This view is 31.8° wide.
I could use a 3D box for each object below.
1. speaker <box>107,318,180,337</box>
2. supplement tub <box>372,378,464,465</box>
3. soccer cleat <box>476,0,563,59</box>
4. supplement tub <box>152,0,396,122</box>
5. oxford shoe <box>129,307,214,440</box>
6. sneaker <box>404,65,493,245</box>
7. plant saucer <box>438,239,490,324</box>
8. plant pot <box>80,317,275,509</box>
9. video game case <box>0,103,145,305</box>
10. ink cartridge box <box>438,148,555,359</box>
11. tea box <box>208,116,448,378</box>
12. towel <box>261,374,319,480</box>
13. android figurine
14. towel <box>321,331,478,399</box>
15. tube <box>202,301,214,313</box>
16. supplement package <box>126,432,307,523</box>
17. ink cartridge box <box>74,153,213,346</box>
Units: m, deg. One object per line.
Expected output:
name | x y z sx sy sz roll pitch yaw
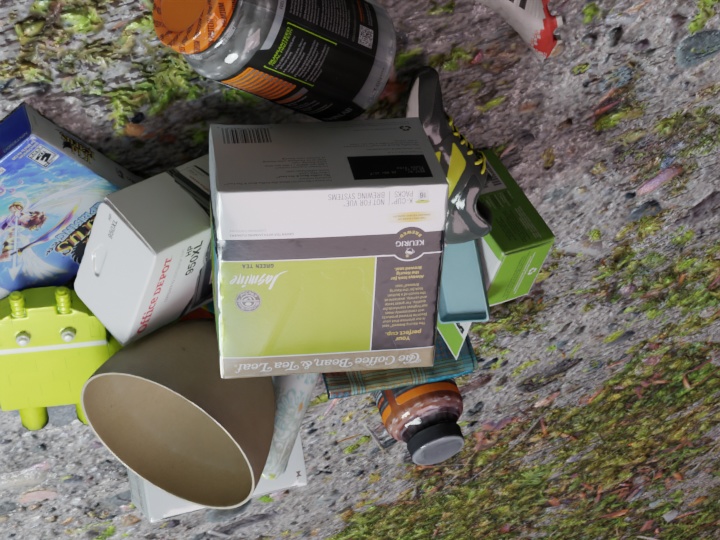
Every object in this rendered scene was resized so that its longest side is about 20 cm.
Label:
speaker | -0.264 0.061 1.394 0.200 0.089 0.088 -42 143 24
supplement tub | 0.065 0.143 1.604 0.106 0.201 0.107 -15 149 -9
soccer cleat | 0.139 -0.274 1.215 0.085 0.069 0.200 -19 144 8
supplement tub | -0.075 -0.212 1.108 0.199 0.123 0.123 16 130 -44
oxford shoe | -0.229 0.109 1.435 0.072 0.200 0.071 -9 128 38
sneaker | 0.094 -0.120 1.324 0.084 0.075 0.201 -6 116 9
plant saucer | 0.100 -0.042 1.397 0.070 0.201 0.019 -5 -170 41
plant pot | -0.166 0.127 1.296 0.199 0.135 0.201 19 140 16
video game case | -0.331 -0.051 1.236 0.200 0.046 0.181 -36 146 15
ink cartridge box | 0.131 -0.018 1.476 0.075 0.148 0.201 -16 147 -25
tea box | -0.034 -0.021 1.142 0.198 0.134 0.198 -2 122 -9
towel | -0.081 0.141 1.419 0.048 0.172 0.200 17 176 -5
android figurine | -0.323 0.091 1.324 0.181 0.041 0.201 -4 134 -10
towel | 0.038 0.072 1.548 0.199 0.148 0.022 -8 161 -21
tube | -0.126 0.038 1.392 0.077 0.200 0.051 5 95 -31
supplement package | -0.183 0.199 1.543 0.199 0.157 0.111 -10 -174 -21
ink cartridge box | -0.172 -0.031 1.263 0.200 0.084 0.145 -29 156 -42
